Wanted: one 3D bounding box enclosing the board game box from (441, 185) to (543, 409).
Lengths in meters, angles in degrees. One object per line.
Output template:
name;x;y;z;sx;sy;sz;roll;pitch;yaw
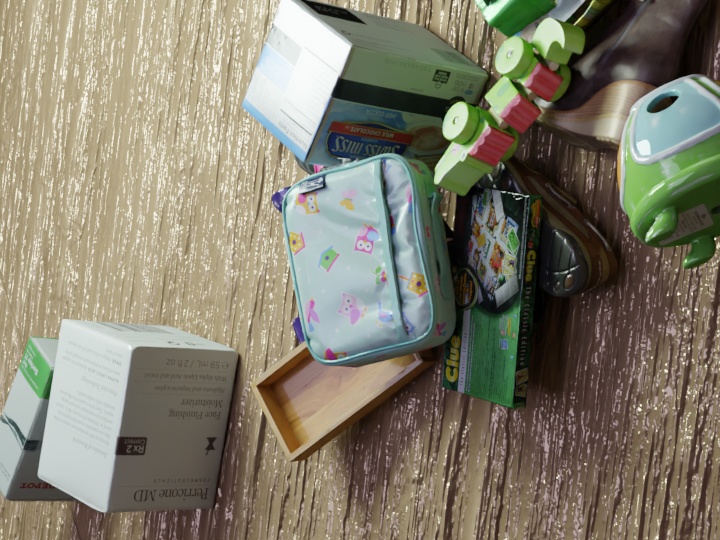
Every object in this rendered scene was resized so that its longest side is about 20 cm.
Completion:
board game box;0.125;0.023;1.557;0.104;0.023;0.203;14;102;48

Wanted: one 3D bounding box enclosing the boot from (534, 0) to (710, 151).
boot;0.239;-0.199;1.533;0.200;0.072;0.168;23;87;60

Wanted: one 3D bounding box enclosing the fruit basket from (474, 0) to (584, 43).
fruit basket;0.182;-0.330;1.578;0.200;0.093;0.186;-47;50;28

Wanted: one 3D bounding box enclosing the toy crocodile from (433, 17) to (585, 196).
toy crocodile;0.138;-0.150;1.513;0.201;0.067;0.062;-51;35;20

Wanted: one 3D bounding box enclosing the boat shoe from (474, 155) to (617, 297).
boat shoe;0.174;-0.048;1.570;0.201;0.073;0.076;55;136;36

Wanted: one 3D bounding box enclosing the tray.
tray;-0.020;0.111;1.755;0.199;0.037;0.099;-38;70;23

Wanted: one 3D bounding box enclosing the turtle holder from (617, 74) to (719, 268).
turtle holder;0.301;-0.102;1.381;0.185;0.140;0.133;-40;56;40

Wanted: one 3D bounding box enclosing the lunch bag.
lunch bag;0.011;-0.014;1.594;0.159;0.077;0.203;-15;81;29

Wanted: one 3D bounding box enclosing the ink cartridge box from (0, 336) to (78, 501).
ink cartridge box;-0.387;0.196;2.125;0.083;0.145;0.202;42;116;44

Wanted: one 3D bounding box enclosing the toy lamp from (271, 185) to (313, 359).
toy lamp;-0.060;0.005;1.842;0.058;0.058;0.202;-32;63;42

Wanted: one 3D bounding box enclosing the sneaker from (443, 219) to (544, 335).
sneaker;0.122;0.002;1.631;0.099;0.070;0.202;-41;60;33

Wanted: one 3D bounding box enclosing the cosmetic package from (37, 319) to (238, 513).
cosmetic package;-0.272;0.176;1.982;0.164;0.164;0.203;14;97;48

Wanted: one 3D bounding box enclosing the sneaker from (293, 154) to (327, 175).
sneaker;-0.025;-0.103;1.779;0.199;0.087;0.074;35;137;43

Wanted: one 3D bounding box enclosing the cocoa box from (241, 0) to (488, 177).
cocoa box;0.004;-0.185;1.682;0.133;0.199;0.132;42;117;41

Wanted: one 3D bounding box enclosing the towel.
towel;0.180;-0.207;1.575;0.018;0.086;0.200;48;126;4
